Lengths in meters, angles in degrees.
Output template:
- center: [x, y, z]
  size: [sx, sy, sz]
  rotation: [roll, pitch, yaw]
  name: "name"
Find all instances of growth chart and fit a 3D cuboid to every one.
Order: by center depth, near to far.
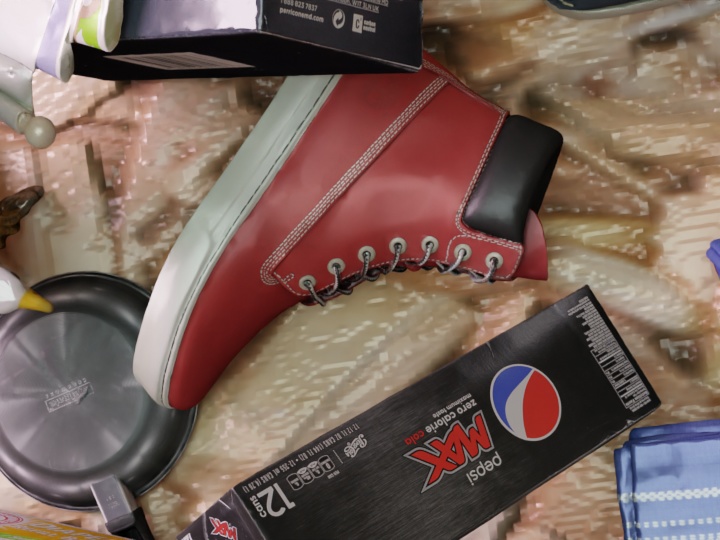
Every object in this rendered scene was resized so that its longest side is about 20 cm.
- center: [-0.126, -0.151, 0.728]
  size: [0.145, 0.018, 0.200]
  rotation: [39, 112, 34]
  name: "growth chart"

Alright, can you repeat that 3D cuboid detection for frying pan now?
- center: [-0.134, 0.095, 0.853]
  size: [0.115, 0.031, 0.190]
  rotation: [0, 86, 11]
  name: "frying pan"

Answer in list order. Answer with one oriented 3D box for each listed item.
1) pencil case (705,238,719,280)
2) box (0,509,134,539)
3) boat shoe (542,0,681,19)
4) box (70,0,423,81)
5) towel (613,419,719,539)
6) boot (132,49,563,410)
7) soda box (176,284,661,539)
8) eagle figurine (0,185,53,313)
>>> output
- center: [0.245, -0.024, 0.753]
  size: [0.200, 0.078, 0.087]
  rotation: [-33, 54, 9]
  name: "pencil case"
- center: [-0.139, 0.169, 0.779]
  size: [0.200, 0.112, 0.102]
  rotation: [7, 91, 32]
  name: "box"
- center: [0.167, -0.161, 0.779]
  size: [0.200, 0.062, 0.075]
  rotation: [-10, 85, 10]
  name: "boat shoe"
- center: [-0.075, -0.179, 0.766]
  size: [0.200, 0.104, 0.182]
  rotation: [3, 88, 40]
  name: "box"
- center: [0.188, 0.159, 0.753]
  size: [0.145, 0.024, 0.200]
  rotation: [-7, 89, 9]
  name: "towel"
- center: [0.000, 0.000, 0.805]
  size: [0.144, 0.072, 0.200]
  rotation: [33, 89, 8]
  name: "boot"
- center: [0.027, 0.082, 0.742]
  size: [0.200, 0.071, 0.063]
  rotation: [-26, 79, -34]
  name: "soda box"
- center: [-0.204, -0.012, 0.779]
  size: [0.151, 0.200, 0.152]
  rotation: [-9, 88, 11]
  name: "eagle figurine"
